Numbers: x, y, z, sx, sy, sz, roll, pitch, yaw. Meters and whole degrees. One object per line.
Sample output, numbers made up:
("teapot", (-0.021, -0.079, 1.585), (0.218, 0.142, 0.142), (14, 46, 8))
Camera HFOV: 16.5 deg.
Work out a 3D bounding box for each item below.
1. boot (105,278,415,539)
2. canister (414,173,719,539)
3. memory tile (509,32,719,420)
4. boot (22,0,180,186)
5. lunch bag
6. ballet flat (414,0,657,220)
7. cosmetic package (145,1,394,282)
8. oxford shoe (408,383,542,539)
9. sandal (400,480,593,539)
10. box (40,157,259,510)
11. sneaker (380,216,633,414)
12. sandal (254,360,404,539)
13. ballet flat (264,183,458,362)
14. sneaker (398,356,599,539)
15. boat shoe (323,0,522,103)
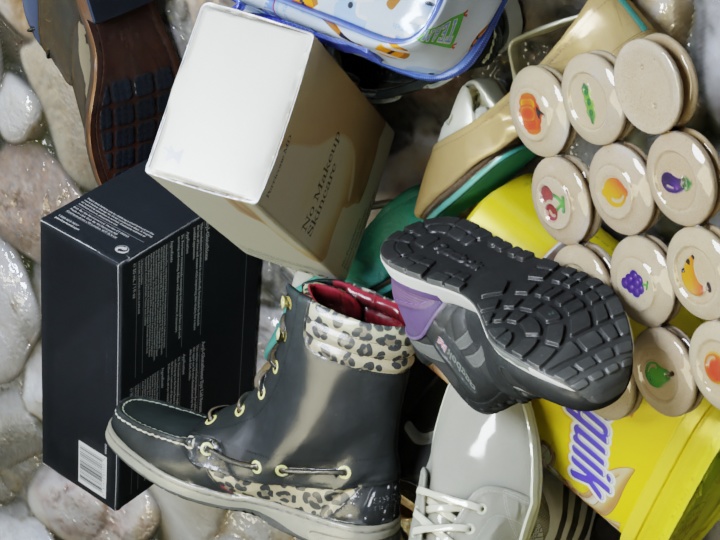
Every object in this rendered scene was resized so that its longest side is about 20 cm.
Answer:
("boot", (-0.055, 0.071, 1.507), (0.202, 0.073, 0.155), (19, 113, 22))
("canister", (0.136, 0.056, 1.438), (0.200, 0.086, 0.149), (40, 134, 21))
("memory tile", (0.143, -0.019, 1.309), (0.153, 0.017, 0.202), (-7, 99, 57))
("boot", (-0.172, -0.148, 1.636), (0.097, 0.074, 0.201), (37, 137, 46))
("lunch bag", (-0.001, -0.196, 1.373), (0.199, 0.075, 0.161), (24, 90, 34))
("ballet flat", (0.093, -0.096, 1.409), (0.200, 0.068, 0.063), (-34, 80, 39))
("cosmetic package", (-0.047, -0.069, 1.422), (0.071, 0.200, 0.106), (16, 83, 17))
("oxford shoe", (0.056, 0.150, 1.412), (0.075, 0.058, 0.202), (9, 87, 39))
("sandal", (0.054, 0.159, 1.584), (0.211, 0.078, 0.070), (34, 131, 16))
("box", (-0.139, 0.035, 1.645), (0.079, 0.141, 0.201), (29, 131, 31))
("sneaker", (0.088, 0.043, 1.355), (0.200, 0.075, 0.088), (36, 144, 53))
("sandal", (-0.026, 0.140, 1.619), (0.200, 0.054, 0.080), (57, 177, -37))
("ballet flat", (0.000, 0.000, 1.560), (0.200, 0.067, 0.071), (-35, 64, 48))
("sneaker", (0.078, 0.124, 1.541), (0.076, 0.115, 0.201), (-51, 37, 10))
("boat shoe", (0.004, -0.136, 1.466), (0.199, 0.060, 0.076), (-13, 104, 47))
